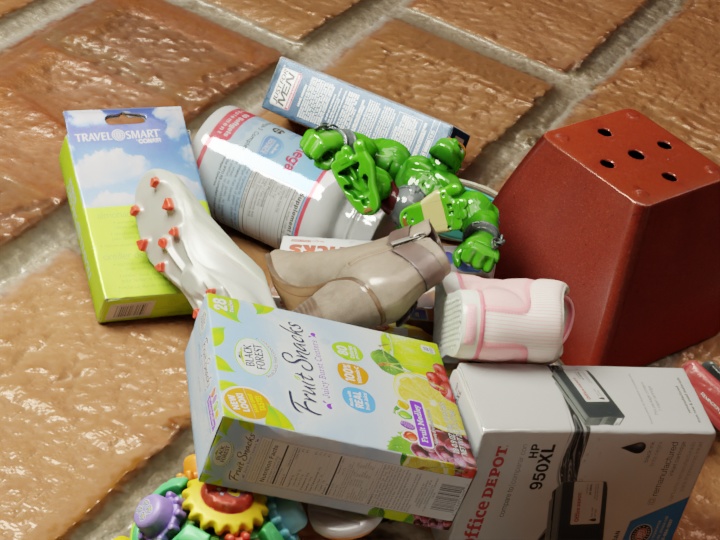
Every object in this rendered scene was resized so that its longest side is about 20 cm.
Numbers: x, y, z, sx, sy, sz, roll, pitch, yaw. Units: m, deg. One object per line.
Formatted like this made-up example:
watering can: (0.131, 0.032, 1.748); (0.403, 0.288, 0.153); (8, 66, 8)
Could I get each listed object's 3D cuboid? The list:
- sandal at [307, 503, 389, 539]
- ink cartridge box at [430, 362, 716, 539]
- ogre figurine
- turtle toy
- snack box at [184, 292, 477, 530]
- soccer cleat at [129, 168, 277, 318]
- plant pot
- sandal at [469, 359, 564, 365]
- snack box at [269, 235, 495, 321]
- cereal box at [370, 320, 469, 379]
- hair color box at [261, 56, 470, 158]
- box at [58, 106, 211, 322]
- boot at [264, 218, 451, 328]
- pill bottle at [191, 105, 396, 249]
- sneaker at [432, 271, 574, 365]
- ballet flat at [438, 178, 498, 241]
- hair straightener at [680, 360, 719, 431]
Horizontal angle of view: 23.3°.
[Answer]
sandal: (-0.002, 0.178, 1.381); (0.079, 0.059, 0.207); (0, 19, 12)
ink cartridge box: (0.161, 0.155, 1.399); (0.199, 0.145, 0.084); (2, 37, -16)
ogre figurine: (0.048, -0.071, 1.567); (0.199, 0.098, 0.120); (14, 14, 18)
turtle toy: (-0.115, 0.206, 1.264); (0.145, 0.101, 0.200); (25, 36, 16)
snack box: (-0.027, 0.105, 1.323); (0.199, 0.068, 0.169); (12, 28, -17)
soccer cleat: (-0.134, -0.008, 1.520); (0.077, 0.069, 0.200); (3, 44, -48)
plant pot: (0.242, -0.039, 1.677); (0.199, 0.177, 0.200); (-19, 46, -38)
sandal: (0.118, 0.070, 1.585); (0.055, 0.082, 0.200); (-30, 58, -19)
snack box: (0.020, 0.008, 1.582); (0.199, 0.024, 0.072); (4, 54, 13)
cereal box: (-0.020, 0.088, 1.494); (0.199, 0.040, 0.144); (-7, 23, -26)
hair color box: (0.007, -0.156, 1.830); (0.200, 0.061, 0.100); (24, 4, 14)
box: (-0.200, -0.054, 1.590); (0.122, 0.048, 0.200); (-5, 61, -24)
boot: (0.000, 0.000, 1.491); (0.146, 0.070, 0.200); (-28, 25, 0)
pill bottle: (-0.064, -0.073, 1.675); (0.200, 0.109, 0.109); (25, 35, 15)
sneaker: (0.117, 0.042, 1.440); (0.104, 0.076, 0.200); (1, 3, -6)
ballet flat: (0.060, -0.073, 1.762); (0.199, 0.068, 0.062); (9, 25, -9)
hair straightener: (0.372, 0.149, 1.557); (0.200, 0.041, 0.077); (39, 21, 29)
